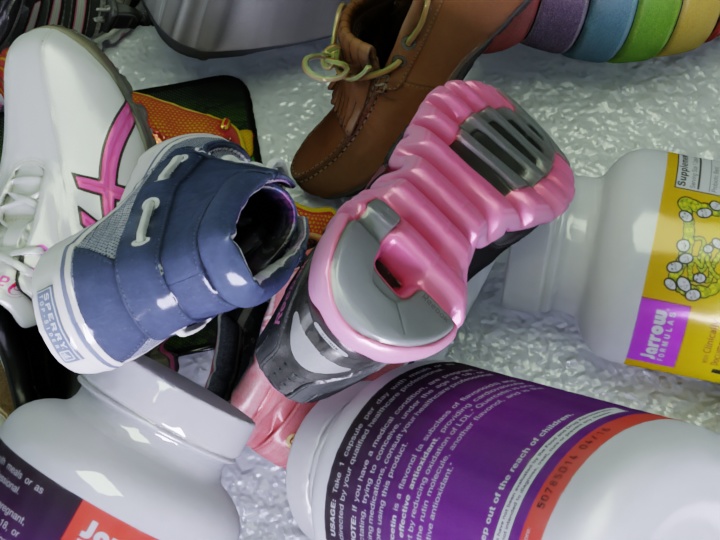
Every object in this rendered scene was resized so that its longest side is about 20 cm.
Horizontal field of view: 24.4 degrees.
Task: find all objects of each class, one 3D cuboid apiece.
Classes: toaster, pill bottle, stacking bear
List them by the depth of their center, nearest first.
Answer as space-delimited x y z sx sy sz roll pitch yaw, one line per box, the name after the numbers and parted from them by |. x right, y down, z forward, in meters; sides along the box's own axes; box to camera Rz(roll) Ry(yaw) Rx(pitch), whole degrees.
0.057 0.100 0.669 0.113 0.113 0.200 -50 33 -20 | pill bottle
-0.125 0.134 0.702 0.112 0.112 0.201 28 88 14 | pill bottle
0.171 0.001 0.793 0.199 0.104 0.105 11 65 7 | pill bottle
-0.041 -0.193 0.856 0.199 0.129 0.114 -15 64 -25 | toaster
0.159 -0.165 0.875 0.199 0.114 0.122 1 20 -9 | stacking bear

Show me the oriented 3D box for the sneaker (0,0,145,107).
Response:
-0.181 -0.151 0.883 0.200 0.088 0.074 -40 69 -21 | sneaker

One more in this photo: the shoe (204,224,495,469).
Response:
0.000 0.000 0.778 0.091 0.071 0.201 27 84 -26 | shoe

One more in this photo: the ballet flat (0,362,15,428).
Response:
-0.214 0.110 0.766 0.200 0.072 0.068 -40 79 -17 | ballet flat

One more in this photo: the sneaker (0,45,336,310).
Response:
-0.100 -0.053 0.845 0.200 0.073 0.077 36 66 6 | sneaker

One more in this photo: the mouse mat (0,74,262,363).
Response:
-0.146 -0.021 0.866 0.199 0.008 0.162 -9 64 -4 | mouse mat

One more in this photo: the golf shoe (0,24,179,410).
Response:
-0.137 -0.012 0.765 0.072 0.092 0.201 -5 96 29 | golf shoe

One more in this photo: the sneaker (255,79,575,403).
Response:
0.020 -0.010 0.707 0.079 0.095 0.200 46 41 2 | sneaker

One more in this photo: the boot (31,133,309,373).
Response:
-0.056 -0.018 0.700 0.090 0.073 0.200 -18 17 20 | boot

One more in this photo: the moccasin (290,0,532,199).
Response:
0.016 -0.110 0.808 0.077 0.201 0.074 24 49 -17 | moccasin
